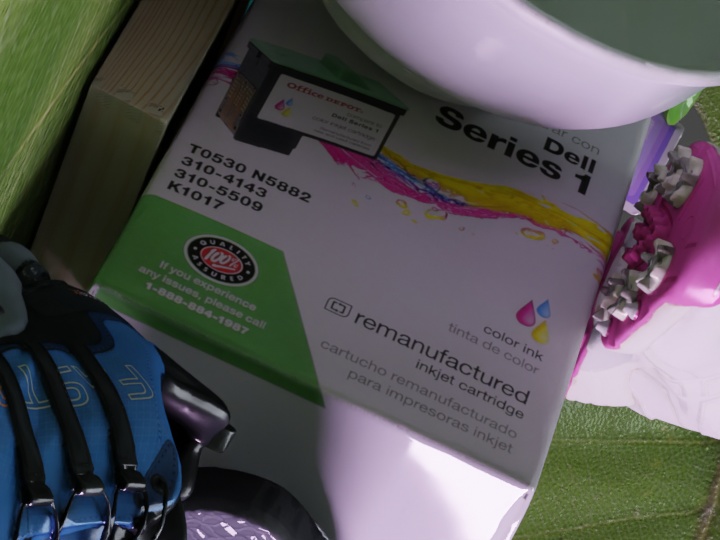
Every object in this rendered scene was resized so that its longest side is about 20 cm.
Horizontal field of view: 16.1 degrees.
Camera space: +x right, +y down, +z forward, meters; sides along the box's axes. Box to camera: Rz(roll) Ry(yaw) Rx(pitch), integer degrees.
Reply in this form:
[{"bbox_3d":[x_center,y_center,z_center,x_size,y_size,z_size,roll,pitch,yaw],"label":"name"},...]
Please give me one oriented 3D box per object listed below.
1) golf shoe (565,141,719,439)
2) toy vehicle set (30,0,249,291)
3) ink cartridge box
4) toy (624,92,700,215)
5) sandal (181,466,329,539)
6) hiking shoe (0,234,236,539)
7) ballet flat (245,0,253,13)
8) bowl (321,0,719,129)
[{"bbox_3d":[0.121,0.013,0.832,0.200,0.091,0.076,103,11,-80],"label":"golf shoe"},{"bbox_3d":[-0.084,-0.027,0.877,0.125,0.026,0.200,-66,-178,-46],"label":"toy vehicle set"},{"bbox_3d":[0.000,0.000,0.824,0.200,0.144,0.084,-66,-179,-49],"label":"ink cartridge box"},{"bbox_3d":[0.042,-0.117,0.957,0.116,0.199,0.047,-64,166,18],"label":"toy"},{"bbox_3d":[-0.036,0.103,0.760,0.200,0.076,0.043,84,20,-60],"label":"sandal"},{"bbox_3d":[-0.080,0.052,0.586,0.200,0.086,0.075,-69,-176,-65],"label":"hiking shoe"},{"bbox_3d":[-0.020,-0.129,0.935,0.201,0.071,0.072,-62,-178,26],"label":"ballet flat"},{"bbox_3d":[0.043,-0.117,0.820,0.090,0.201,0.202,-47,-167,40],"label":"bowl"}]
